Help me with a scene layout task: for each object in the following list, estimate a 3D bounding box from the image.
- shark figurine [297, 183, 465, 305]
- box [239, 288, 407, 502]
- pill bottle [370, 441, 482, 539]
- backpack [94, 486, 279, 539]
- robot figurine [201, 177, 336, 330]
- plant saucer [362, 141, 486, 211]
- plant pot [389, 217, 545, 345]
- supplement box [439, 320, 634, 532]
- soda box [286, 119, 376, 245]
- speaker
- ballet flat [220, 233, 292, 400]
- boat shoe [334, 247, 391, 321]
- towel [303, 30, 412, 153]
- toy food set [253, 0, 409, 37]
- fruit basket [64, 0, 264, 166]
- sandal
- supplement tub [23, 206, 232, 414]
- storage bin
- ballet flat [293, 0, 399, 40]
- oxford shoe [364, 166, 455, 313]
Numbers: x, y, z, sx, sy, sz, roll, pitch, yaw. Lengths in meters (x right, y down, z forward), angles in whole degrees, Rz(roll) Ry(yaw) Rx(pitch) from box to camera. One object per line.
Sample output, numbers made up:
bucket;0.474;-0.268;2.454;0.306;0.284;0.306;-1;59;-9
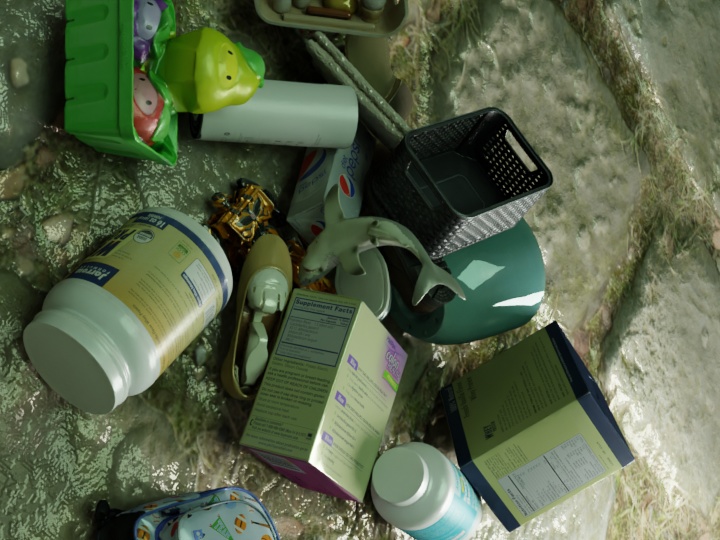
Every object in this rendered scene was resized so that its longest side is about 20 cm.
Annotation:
shark figurine;0.029;-0.032;1.348;0.089;0.213;0.129;5;93;-57
box;-0.039;0.153;1.360;0.176;0.096;0.202;50;55;-57
pill bottle;0.082;0.289;1.455;0.200;0.110;0.112;47;48;-58
backpack;-0.169;0.322;1.222;0.190;0.153;0.202;-10;86;-56
robot figurine;-0.116;-0.019;1.399;0.201;0.058;0.145;54;48;-24
plant saucer;0.087;-0.128;1.544;0.200;0.199;0.030;-43;150;-41
plant pot;0.127;0.011;1.548;0.160;0.200;0.202;-20;96;-38
supplement box;0.238;0.212;1.555;0.135;0.199;0.200;53;11;-23
soda box;-0.036;-0.121;1.460;0.068;0.063;0.201;46;36;-30
speaker;-0.105;-0.193;1.380;0.198;0.081;0.082;1;80;-20
ballet flat;-0.115;0.059;1.332;0.068;0.063;0.202;9;97;-22
boat shoe;0.000;0.000;1.453;0.062;0.072;0.201;52;7;-46
towel;0.002;-0.225;1.483;0.034;0.133;0.200;-43;83;0
toy food set;-0.039;-0.376;1.459;0.198;0.061;0.144;6;46;-9
fruit basket;-0.213;-0.224;1.243;0.155;0.213;0.218;40;47;-76
sandal;0.004;-0.288;1.578;0.078;0.069;0.212;-52;142;-14
supplement tub;-0.245;0.041;1.196;0.145;0.144;0.200;58;48;-20
storage bin;0.131;-0.113;1.429;0.199;0.094;0.136;-21;70;-41
ballet flat;-0.014;-0.373;1.571;0.200;0.064;0.076;-34;107;-43
oxford shoe;0.044;-0.036;1.446;0.072;0.084;0.202;-13;76;-38
